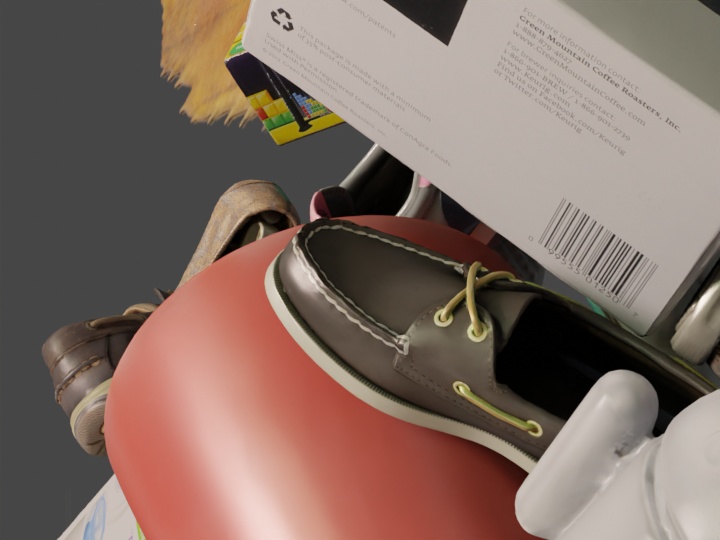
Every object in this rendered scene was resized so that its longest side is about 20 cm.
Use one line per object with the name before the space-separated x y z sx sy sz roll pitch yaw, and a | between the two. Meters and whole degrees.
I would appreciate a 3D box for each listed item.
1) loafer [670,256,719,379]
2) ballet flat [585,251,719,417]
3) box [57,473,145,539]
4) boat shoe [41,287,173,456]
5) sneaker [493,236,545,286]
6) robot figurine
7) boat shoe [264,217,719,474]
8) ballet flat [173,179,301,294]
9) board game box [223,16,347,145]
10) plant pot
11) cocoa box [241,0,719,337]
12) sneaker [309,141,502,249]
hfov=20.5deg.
loafer | 0.191 -0.038 0.717 0.201 0.063 0.072 -57 -7 16
ballet flat | 0.116 -0.009 0.834 0.070 0.069 0.200 -59 25 16
box | -0.092 0.169 1.050 0.200 0.101 0.113 -48 31 36
boat shoe | -0.100 0.043 1.088 0.074 0.200 0.074 -41 76 21
sneaker | 0.051 -0.060 0.993 0.114 0.072 0.202 -25 45 63
robot figurine | 0.117 0.115 0.653 0.170 0.112 0.200 51 123 18
boat shoe | 0.057 0.032 0.742 0.072 0.200 0.061 -50 -13 -43
ballet flat | -0.091 0.040 1.204 0.067 0.068 0.202 20 89 59
board game box | 0.050 -0.153 0.932 0.198 0.057 0.166 -17 33 30
plant pot | 0.008 0.106 0.816 0.201 0.199 0.178 -54 36 26
cocoa box | 0.078 -0.104 0.736 0.131 0.199 0.134 -50 -8 -31
sneaker | 0.000 0.000 0.896 0.201 0.081 0.070 -62 33 22
